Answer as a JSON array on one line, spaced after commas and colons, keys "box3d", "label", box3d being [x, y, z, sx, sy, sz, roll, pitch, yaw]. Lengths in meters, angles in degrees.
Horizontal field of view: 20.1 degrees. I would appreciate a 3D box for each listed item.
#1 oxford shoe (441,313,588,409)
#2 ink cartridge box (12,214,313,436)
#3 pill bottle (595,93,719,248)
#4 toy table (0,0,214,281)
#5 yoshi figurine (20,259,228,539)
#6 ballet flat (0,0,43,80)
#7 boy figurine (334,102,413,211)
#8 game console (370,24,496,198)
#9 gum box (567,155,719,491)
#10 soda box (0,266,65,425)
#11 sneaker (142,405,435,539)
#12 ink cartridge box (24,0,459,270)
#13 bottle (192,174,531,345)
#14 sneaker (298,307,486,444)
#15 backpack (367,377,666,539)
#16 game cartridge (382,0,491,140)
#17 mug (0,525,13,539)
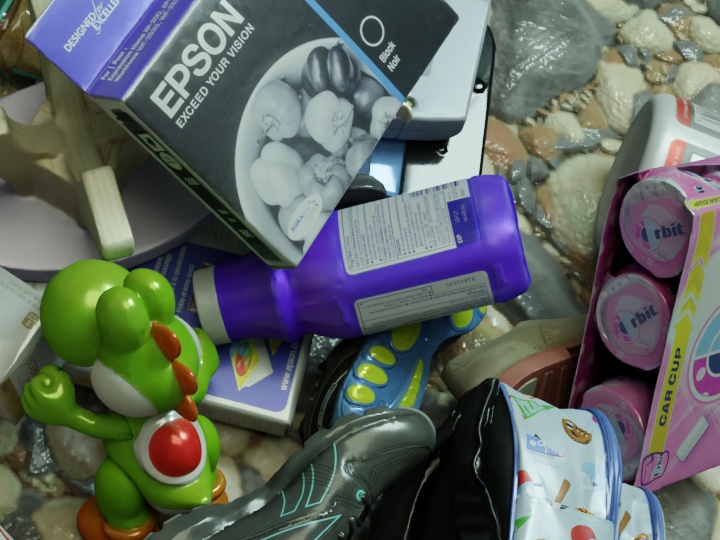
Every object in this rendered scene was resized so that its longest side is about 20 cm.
[{"box3d": [0.141, 0.048, 1.317, 0.199, 0.071, 0.075, -15, 33, -37], "label": "oxford shoe"}, {"box3d": [-0.117, -0.013, 1.281, 0.198, 0.047, 0.199, 15, 68, -1], "label": "ink cartridge box"}, {"box3d": [0.268, -0.032, 1.363, 0.198, 0.116, 0.117, 21, 61, -4], "label": "pill bottle"}, {"box3d": [-0.166, -0.078, 1.213, 0.199, 0.117, 0.185, -26, 75, -16], "label": "toy table"}, {"box3d": [-0.134, 0.068, 1.164, 0.111, 0.201, 0.113, 3, 42, 5], "label": "yoshi figurine"}, {"box3d": [-0.191, -0.207, 1.360, 0.072, 0.068, 0.201, 31, 57, -22], "label": "ballet flat"}, {"box3d": [-0.023, -0.122, 1.286, 0.123, 0.064, 0.202, 11, 58, -23], "label": "boy figurine"}, {"box3d": [-0.009, -0.120, 1.380, 0.198, 0.031, 0.178, 12, 62, -9], "label": "game console"}, {"box3d": [0.199, 0.028, 1.252, 0.113, 0.202, 0.066, -12, 30, -43], "label": "gum box"}, {"box3d": [-0.267, 0.006, 1.201, 0.199, 0.068, 0.064, 31, 72, 14], "label": "soda box"}, {"box3d": [-0.034, 0.151, 1.147, 0.199, 0.076, 0.079, -31, 65, -15], "label": "sneaker"}, {"box3d": [-0.060, -0.140, 1.162, 0.200, 0.043, 0.199, 43, 67, -23], "label": "ink cartridge box"}, {"box3d": [0.000, 0.000, 1.215, 0.198, 0.066, 0.084, -14, 33, 4], "label": "bottle"}, {"box3d": [0.017, 0.044, 1.281, 0.071, 0.082, 0.200, 52, 44, -18], "label": "sneaker"}, {"box3d": [0.092, 0.167, 1.178, 0.153, 0.200, 0.192, 12, 63, -24], "label": "backpack"}, {"box3d": [-0.016, -0.163, 1.365, 0.198, 0.041, 0.134, 17, 61, -6], "label": "game cartridge"}, {"box3d": [-0.293, 0.155, 1.113, 0.177, 0.134, 0.200, -35, 74, -29], "label": "mug"}]
